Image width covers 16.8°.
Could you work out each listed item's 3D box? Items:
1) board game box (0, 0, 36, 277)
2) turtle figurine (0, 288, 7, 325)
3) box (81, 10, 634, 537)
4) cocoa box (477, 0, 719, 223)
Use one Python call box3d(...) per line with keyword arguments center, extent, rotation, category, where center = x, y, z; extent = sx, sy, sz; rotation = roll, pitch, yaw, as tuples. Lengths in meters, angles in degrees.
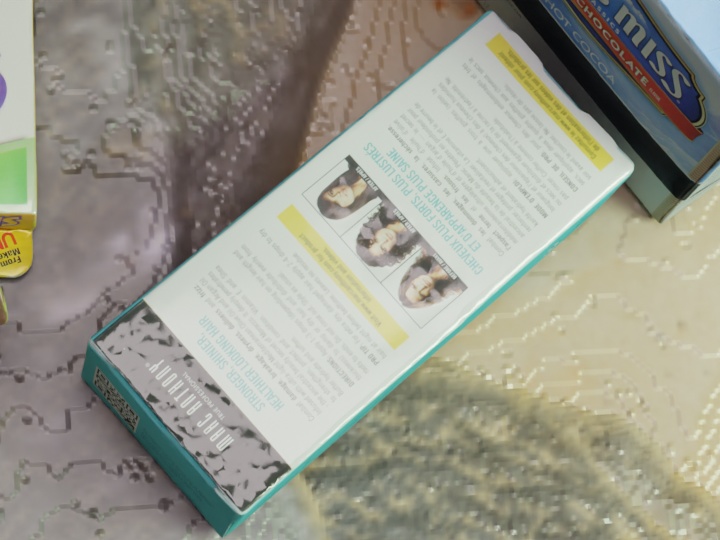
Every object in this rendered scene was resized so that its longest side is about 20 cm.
box3d(center=(-0.168, -0.096, 0.896), extent=(0.095, 0.030, 0.201), rotation=(0, 76, -11), category="board game box")
box3d(center=(-0.212, 0.002, 0.821), extent=(0.161, 0.064, 0.201), rotation=(-24, 92, -13), category="turtle figurine")
box3d(center=(0.000, 0.000, 0.885), extent=(0.200, 0.049, 0.082), rotation=(-40, 84, -18), category="box")
box3d(center=(0.114, -0.145, 0.903), extent=(0.133, 0.131, 0.200), rotation=(-36, 83, -15), category="cocoa box")
